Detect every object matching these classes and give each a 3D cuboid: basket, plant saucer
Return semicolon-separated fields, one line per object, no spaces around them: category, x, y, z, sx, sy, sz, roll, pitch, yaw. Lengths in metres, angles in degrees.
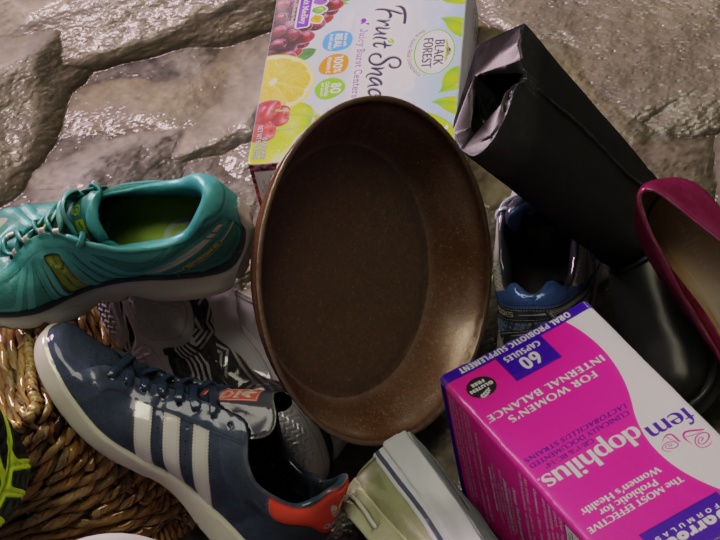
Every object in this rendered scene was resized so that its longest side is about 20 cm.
basket;-0.194;0.095;1.533;0.143;0.149;0.201;-41;35;20
plant saucer;0.000;0.000;1.461;0.037;0.201;0.201;1;39;44

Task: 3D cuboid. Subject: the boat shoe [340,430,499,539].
boat shoe;0.050;0.168;1.386;0.062;0.072;0.200;-42;38;5

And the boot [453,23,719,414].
boot;0.132;-0.025;1.457;0.065;0.200;0.165;-26;40;25

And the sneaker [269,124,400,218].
sneaker;0.001;-0.048;1.561;0.078;0.080;0.200;20;15;16

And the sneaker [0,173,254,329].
sneaker;-0.160;-0.022;1.434;0.199;0.080;0.078;-11;64;7

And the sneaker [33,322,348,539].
sneaker;-0.090;0.083;1.425;0.200;0.085;0.075;39;24;-3

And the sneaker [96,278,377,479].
sneaker;-0.068;0.034;1.514;0.200;0.075;0.115;46;52;6

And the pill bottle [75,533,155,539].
pill bottle;-0.119;0.240;1.307;0.110;0.111;0.200;-17;40;-4

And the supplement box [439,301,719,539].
supplement box;0.139;0.124;1.372;0.101;0.104;0.200;-27;43;-16

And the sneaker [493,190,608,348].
sneaker;0.119;-0.021;1.555;0.077;0.086;0.201;-5;40;10

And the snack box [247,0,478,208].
snack box;0.005;-0.124;1.731;0.141;0.053;0.201;-4;41;9

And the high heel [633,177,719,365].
high heel;0.219;0.034;1.408;0.067;0.096;0.201;-32;71;20

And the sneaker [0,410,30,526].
sneaker;-0.234;0.145;1.327;0.076;0.076;0.200;-27;16;21
